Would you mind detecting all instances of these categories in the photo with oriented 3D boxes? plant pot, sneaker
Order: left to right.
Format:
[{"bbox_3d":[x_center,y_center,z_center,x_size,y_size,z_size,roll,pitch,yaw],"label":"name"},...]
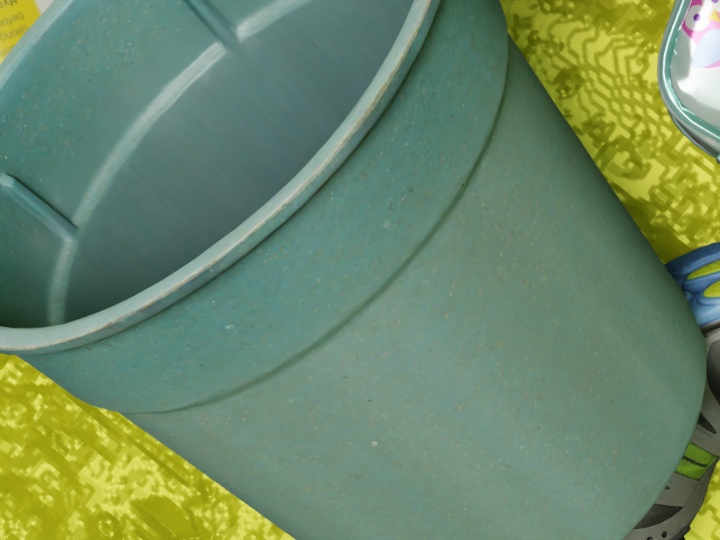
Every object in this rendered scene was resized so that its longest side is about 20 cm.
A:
[{"bbox_3d":[0.000,0.000,0.723,0.200,0.200,0.196,-38,123,10],"label":"plant pot"},{"bbox_3d":[0.103,0.056,0.814,0.199,0.071,0.083,-38,100,11],"label":"sneaker"}]

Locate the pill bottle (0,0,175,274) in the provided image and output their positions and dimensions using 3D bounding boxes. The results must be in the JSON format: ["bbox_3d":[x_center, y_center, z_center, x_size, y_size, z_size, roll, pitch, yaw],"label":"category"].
[{"bbox_3d":[-0.130,-0.078,0.817,0.111,0.111,0.200,-23,89,11],"label":"pill bottle"}]

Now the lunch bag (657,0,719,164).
[{"bbox_3d":[0.204,-0.083,0.776,0.200,0.077,0.161,23,99,8],"label":"lunch bag"}]
